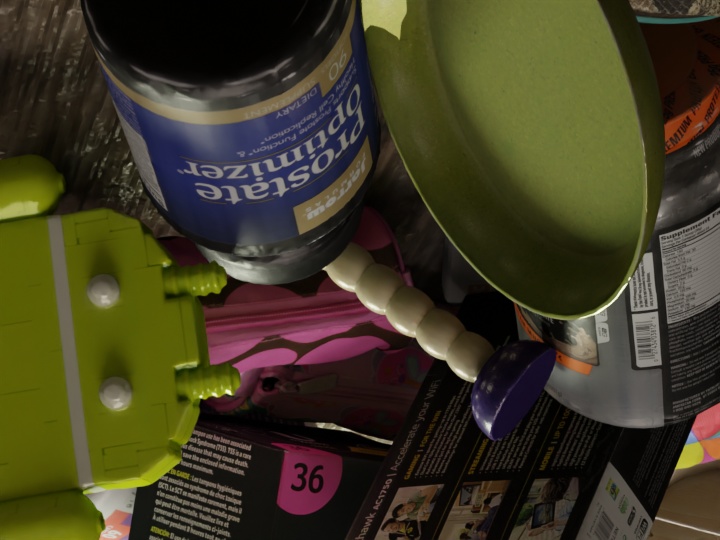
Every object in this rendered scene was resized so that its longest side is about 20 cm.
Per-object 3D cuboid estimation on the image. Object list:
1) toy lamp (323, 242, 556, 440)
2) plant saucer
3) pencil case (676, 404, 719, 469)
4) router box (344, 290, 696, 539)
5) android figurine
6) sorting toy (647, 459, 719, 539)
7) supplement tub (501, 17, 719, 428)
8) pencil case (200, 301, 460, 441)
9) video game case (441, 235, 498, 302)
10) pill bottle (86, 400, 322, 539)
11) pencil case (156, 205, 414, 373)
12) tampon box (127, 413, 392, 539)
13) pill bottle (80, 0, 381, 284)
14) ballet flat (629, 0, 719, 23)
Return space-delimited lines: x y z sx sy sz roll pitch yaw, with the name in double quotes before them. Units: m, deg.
"toy lamp" 0.000 0.000 1.208 0.199 0.058 0.058 35 161 18
"plant saucer" 0.065 -0.079 1.051 0.031 0.201 0.200 -23 162 -26
"pencil case" 0.161 0.077 1.473 0.199 0.089 0.088 -15 152 24
"router box" 0.086 0.091 1.285 0.148 0.201 0.051 -7 131 40
"android figurine" -0.152 0.041 1.138 0.198 0.184 0.041 -8 170 7
"sorting toy" 0.276 0.106 1.546 0.198 0.107 0.181 15 135 -7
"supplement tub" 0.124 -0.031 1.175 0.121 0.123 0.201 -6 139 5
"pencil case" 0.006 0.053 1.400 0.199 0.088 0.087 12 150 -30
"video game case" 0.144 -0.035 1.314 0.198 0.022 0.182 -3 154 -2
"pill bottle" -0.091 0.114 1.477 0.199 0.112 0.111 20 145 -39
"pencil case" -0.066 0.018 1.266 0.199 0.092 0.094 -11 180 -26
"tampon box" -0.039 0.188 1.378 0.149 0.202 0.126 9 -178 -41
"pill bottle" -0.049 -0.075 1.103 0.111 0.113 0.200 -6 153 4
"ballet flat" 0.165 -0.137 1.080 0.199 0.068 0.076 7 130 -33
